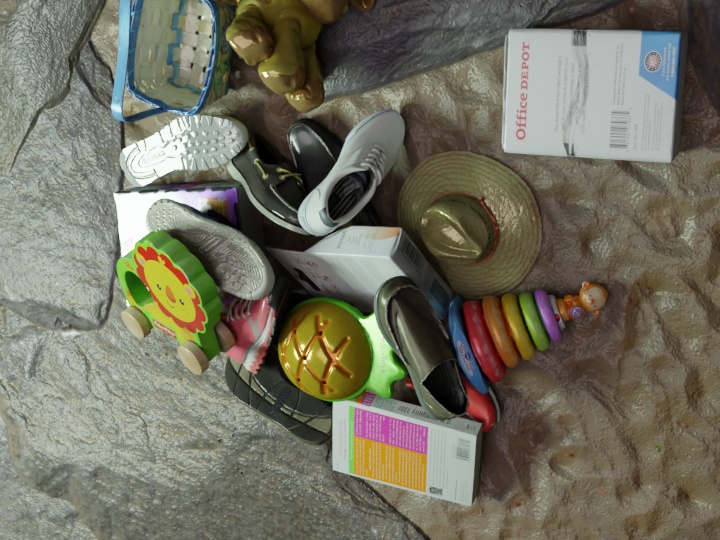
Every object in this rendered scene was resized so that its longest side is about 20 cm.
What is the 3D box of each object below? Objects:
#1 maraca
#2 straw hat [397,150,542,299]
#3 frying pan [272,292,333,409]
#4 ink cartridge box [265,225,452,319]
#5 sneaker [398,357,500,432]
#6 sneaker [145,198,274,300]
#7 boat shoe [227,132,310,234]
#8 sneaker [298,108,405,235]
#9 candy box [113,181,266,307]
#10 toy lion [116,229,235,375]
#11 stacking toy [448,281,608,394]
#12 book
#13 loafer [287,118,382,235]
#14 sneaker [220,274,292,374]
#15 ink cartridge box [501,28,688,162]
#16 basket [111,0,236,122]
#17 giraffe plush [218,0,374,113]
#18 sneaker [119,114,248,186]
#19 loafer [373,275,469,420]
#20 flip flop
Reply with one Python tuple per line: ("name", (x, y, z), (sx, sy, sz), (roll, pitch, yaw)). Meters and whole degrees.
("maraca", (-0.025, 0.103, 1.475), (0.199, 0.107, 0.138), (1, 103, 35))
("straw hat", (0.121, -0.049, 1.437), (0.200, 0.085, 0.203), (5, 103, 22))
("frying pan", (-0.057, 0.107, 1.575), (0.115, 0.031, 0.190), (-33, 101, 35))
("ink cartridge box", (0.000, 0.000, 1.477), (0.199, 0.162, 0.050), (7, 64, 35))
("sneaker", (0.094, 0.144, 1.494), (0.200, 0.085, 0.077), (43, 116, 9))
("sneaker", (-0.175, -0.024, 1.477), (0.199, 0.111, 0.077), (29, 93, 22))
("boat shoe", (-0.111, -0.115, 1.490), (0.061, 0.071, 0.201), (-59, 42, 15))
("sneaker", (0.004, -0.121, 1.425), (0.073, 0.201, 0.071), (44, 158, -25))
("candy box", (-0.235, -0.036, 1.600), (0.199, 0.071, 0.169), (0, 102, 22))
("toy lion", (-0.247, 0.027, 1.473), (0.199, 0.069, 0.193), (24, 141, 38))
("stacking toy", (0.214, 0.064, 1.429), (0.199, 0.110, 0.117), (-21, 101, 12))
("book", (0.061, 0.232, 1.524), (0.199, 0.048, 0.134), (14, 131, 18))
("loafer", (-0.039, -0.109, 1.499), (0.073, 0.072, 0.201), (-34, 88, 26))
("sneaker", (-0.150, 0.067, 1.508), (0.086, 0.074, 0.200), (24, 143, -2))
("ink cartridge box", (0.272, -0.208, 1.337), (0.199, 0.084, 0.146), (6, 104, 21))
("basket", (-0.246, -0.288, 1.472), (0.138, 0.200, 0.178), (20, 112, 25))
("giraffe plush", (-0.070, -0.326, 1.438), (0.162, 0.172, 0.201), (-37, 52, 16))
("sneaker", (-0.232, -0.172, 1.557), (0.199, 0.080, 0.077), (-10, 102, 27))
("loafer", (0.084, 0.096, 1.387), (0.075, 0.070, 0.201), (-34, 108, -17))
("flip flop", (-0.111, 0.176, 1.600), (0.199, 0.058, 0.081), (34, 83, 22))
